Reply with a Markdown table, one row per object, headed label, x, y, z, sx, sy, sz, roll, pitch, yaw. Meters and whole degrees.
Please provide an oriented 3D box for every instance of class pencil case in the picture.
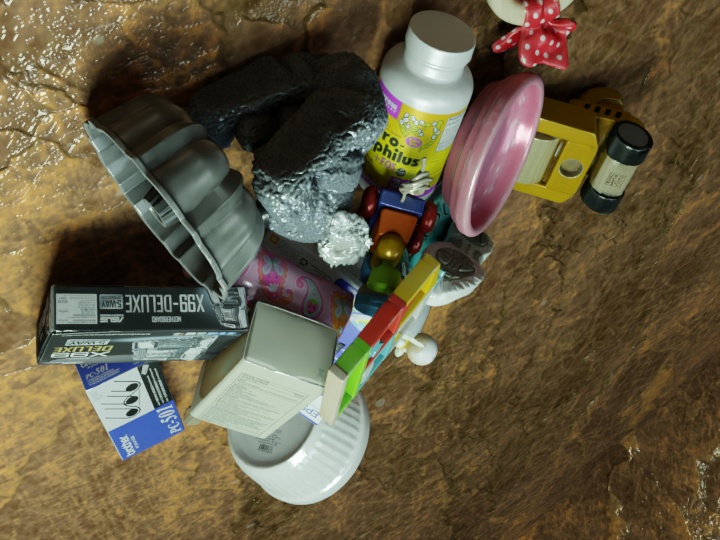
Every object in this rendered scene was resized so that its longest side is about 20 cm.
| label | x | y | z | sx | sy | sz | roll | pitch | yaw |
| --- | --- | --- | --- | --- | --- | --- | --- | --- | --- |
| pencil case | -0.101 | 0.019 | 1.075 | 0.198 | 0.088 | 0.088 | 32 | 115 | -19 |

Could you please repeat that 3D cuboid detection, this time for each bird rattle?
| label | x | y | z | sx | sy | sz | roll | pitch | yaw |
| --- | --- | --- | --- | --- | --- | --- | --- | --- | --- |
| bird rattle | 0.198 | -0.318 | 1.035 | 0.161 | 0.114 | 0.200 | 13 | 139 | -39 |

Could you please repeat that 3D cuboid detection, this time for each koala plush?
| label | x | y | z | sx | sy | sz | roll | pitch | yaw |
| --- | --- | --- | --- | --- | --- | --- | --- | --- | --- |
| koala plush | -0.053 | -0.101 | 0.973 | 0.183 | 0.177 | 0.202 | -36 | 148 | -20 |

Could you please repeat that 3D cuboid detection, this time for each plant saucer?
| label | x | y | z | sx | sy | sz | roll | pitch | yaw |
| --- | --- | --- | --- | --- | --- | --- | --- | --- | --- |
| plant saucer | 0.152 | -0.142 | 1.133 | 0.201 | 0.050 | 0.202 | -52 | 159 | -30 |

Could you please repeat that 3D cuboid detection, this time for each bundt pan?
| label | x | y | z | sx | sy | sz | roll | pitch | yaw |
| --- | --- | --- | --- | --- | --- | --- | --- | --- | --- |
| bundt pan | -0.160 | -0.075 | 0.875 | 0.075 | 0.202 | 0.203 | -39 | 152 | -15 |

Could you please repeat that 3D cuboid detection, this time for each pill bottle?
| label | x | y | z | sx | sy | sz | roll | pitch | yaw |
| --- | --- | --- | --- | --- | --- | --- | --- | --- | --- |
| pill bottle | 0.060 | -0.176 | 1.044 | 0.103 | 0.105 | 0.202 | -16 | 144 | -30 |

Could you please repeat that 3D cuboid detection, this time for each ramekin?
| label | x | y | z | sx | sy | sz | roll | pitch | yaw |
| --- | --- | --- | --- | --- | --- | --- | --- | --- | --- |
| ramekin | -0.095 | 0.216 | 1.350 | 0.199 | 0.201 | 0.105 | -40 | 140 | 8 |

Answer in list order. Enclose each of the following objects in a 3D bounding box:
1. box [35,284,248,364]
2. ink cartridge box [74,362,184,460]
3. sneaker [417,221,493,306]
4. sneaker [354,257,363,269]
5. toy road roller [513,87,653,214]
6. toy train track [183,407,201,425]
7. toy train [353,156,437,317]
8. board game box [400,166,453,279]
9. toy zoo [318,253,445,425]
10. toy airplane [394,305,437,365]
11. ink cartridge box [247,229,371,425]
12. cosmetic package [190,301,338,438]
| label | x | y | z | sx | sy | sz | roll | pitch | yaw |
| --- | --- | --- | --- | --- | --- | --- | --- | --- | --- |
| box | -0.235 | 0.059 | 1.012 | 0.196 | 0.051 | 0.157 | 1 | 163 | -25 |
| ink cartridge box | -0.288 | 0.163 | 1.216 | 0.093 | 0.045 | 0.201 | -25 | 149 | -16 |
| sneaker | 0.106 | 0.013 | 1.183 | 0.100 | 0.077 | 0.200 | -60 | 170 | 28 |
| sneaker | 0.000 | 0.000 | 1.230 | 0.198 | 0.100 | 0.075 | -33 | 162 | -2 |
| toy road roller | 0.288 | -0.179 | 1.294 | 0.196 | 0.148 | 0.124 | 13 | 137 | -5 |
| toy train track | -0.184 | 0.146 | 1.319 | 0.114 | 0.033 | 0.200 | 5 | 138 | -49 |
| toy train | 0.034 | -0.029 | 1.025 | 0.083 | 0.118 | 0.200 | 13 | 160 | -4 |
| board game box | 0.109 | -0.093 | 1.216 | 0.201 | 0.028 | 0.136 | -51 | 155 | -20 |
| toy zoo | 0.028 | 0.064 | 1.018 | 0.200 | 0.020 | 0.132 | -49 | 167 | -25 |
| toy airplane | 0.067 | 0.064 | 1.348 | 0.199 | 0.142 | 0.199 | -27 | 165 | -51 |
| ink cartridge box | -0.075 | 0.063 | 1.177 | 0.201 | 0.196 | 0.047 | -50 | -169 | 27 |
| cosmetic package | -0.112 | 0.117 | 1.077 | 0.104 | 0.072 | 0.200 | 22 | 148 | -19 |
